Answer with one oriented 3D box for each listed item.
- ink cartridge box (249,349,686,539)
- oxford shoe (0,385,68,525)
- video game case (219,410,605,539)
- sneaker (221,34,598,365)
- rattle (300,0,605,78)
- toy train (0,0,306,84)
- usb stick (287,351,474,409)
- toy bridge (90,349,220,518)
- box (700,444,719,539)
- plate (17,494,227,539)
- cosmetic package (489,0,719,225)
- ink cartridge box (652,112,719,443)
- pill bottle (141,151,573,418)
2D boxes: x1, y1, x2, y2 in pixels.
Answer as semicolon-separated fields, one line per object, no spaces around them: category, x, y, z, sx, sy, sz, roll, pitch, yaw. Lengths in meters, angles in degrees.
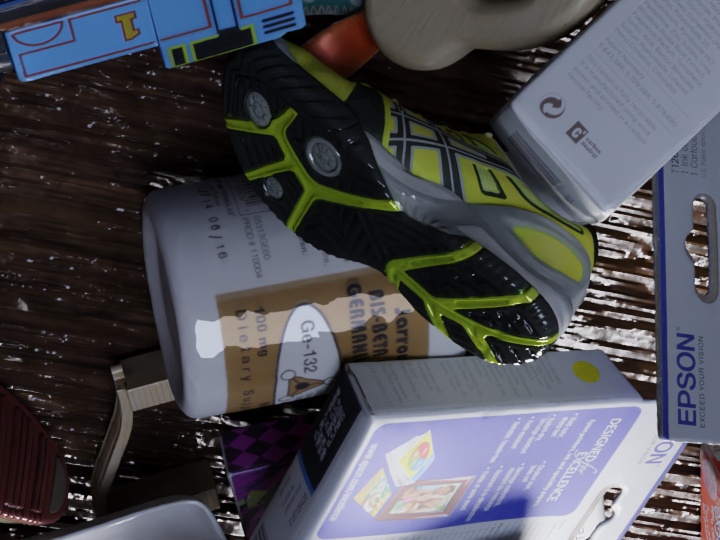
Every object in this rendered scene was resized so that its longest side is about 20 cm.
ink cartridge box;0.053;0.116;1.188;0.200;0.047;0.198;-2;140;-29
oxford shoe;-0.237;0.082;1.169;0.075;0.071;0.200;-26;136;37
video game case;0.035;0.134;1.274;0.200;0.036;0.181;-12;137;-2
sneaker;0.021;-0.040;1.067;0.200;0.076;0.075;41;139;4
rattle;0.058;-0.155;1.099;0.130;0.143;0.200;43;124;-4
toy train;-0.121;-0.140;1.019;0.200;0.087;0.114;-17;134;-6
usb stick;0.029;0.058;1.244;0.200;0.033;0.056;12;117;-25
toy bridge;-0.110;0.124;1.250;0.067;0.027;0.200;-16;130;-5
box;0.308;0.142;1.352;0.200;0.103;0.095;-14;128;-9
plate;-0.145;0.201;1.272;0.200;0.032;0.200;-16;132;10
cosmetic package;0.156;-0.114;1.071;0.200;0.102;0.074;-42;91;-2
ink cartridge box;0.226;0.001;1.167;0.200;0.198;0.047;7;163;-20
pill bottle;0.000;0.000;1.139;0.200;0.114;0.114;-11;128;-11
